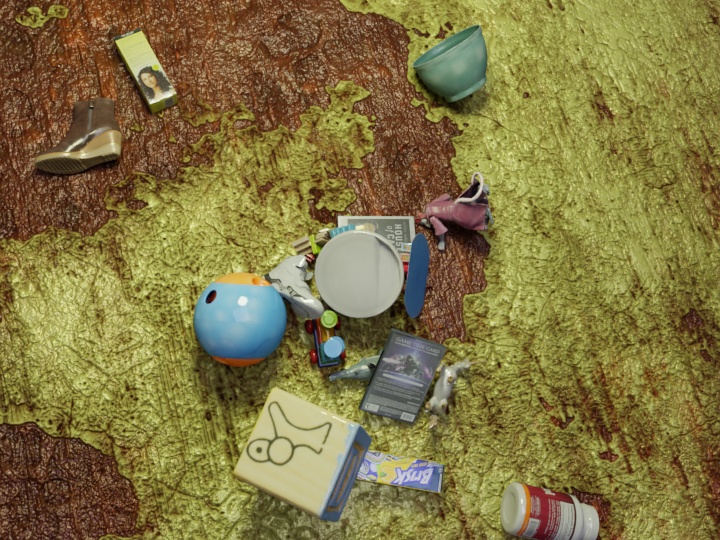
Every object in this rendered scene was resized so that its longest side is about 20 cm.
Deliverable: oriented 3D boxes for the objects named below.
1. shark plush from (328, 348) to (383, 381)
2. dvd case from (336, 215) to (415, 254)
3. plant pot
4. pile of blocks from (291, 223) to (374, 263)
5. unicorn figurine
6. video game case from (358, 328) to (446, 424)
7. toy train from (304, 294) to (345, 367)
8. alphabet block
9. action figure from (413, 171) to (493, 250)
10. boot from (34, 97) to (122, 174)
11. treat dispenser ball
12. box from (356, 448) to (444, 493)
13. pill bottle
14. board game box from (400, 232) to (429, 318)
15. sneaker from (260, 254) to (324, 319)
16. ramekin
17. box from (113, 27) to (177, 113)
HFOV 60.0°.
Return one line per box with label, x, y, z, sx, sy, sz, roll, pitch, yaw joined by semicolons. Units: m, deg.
shark plush;0.023;0.215;1.440;0.197;0.083;0.092;2;75;-11
dvd case;0.042;-0.061;1.551;0.197;0.025;0.152;-1;76;-11
plant pot;0.253;-0.533;1.647;0.200;0.200;0.135;-40;112;-18
pile of blocks;-0.060;-0.061;1.478;0.198;0.082;0.063;-16;74;0
unicorn figurine;0.202;0.267;1.453;0.074;0.137;0.201;36;91;18
video game case;0.096;0.243;1.418;0.141;0.019;0.202;19;100;-20
toy train;-0.081;0.114;1.430;0.084;0.116;0.203;-6;77;-13
alphabet block;-0.112;0.381;1.283;0.198;0.197;0.197;20;70;17
action figure;0.223;-0.142;1.544;0.198;0.149;0.136;-6;63;20
boot;-0.667;-0.320;1.471;0.198;0.073;0.168;-13;66;-13
treat dispenser ball;-0.260;0.105;1.352;0.198;0.201;0.204;3;74;-10
box;0.084;0.449;1.400;0.197;0.064;0.071;12;73;-8
pill bottle;0.428;0.557;1.413;0.198;0.113;0.114;15;73;-8
board game box;0.120;0.011;1.487;0.038;0.158;0.203;6;85;22
sneaker;-0.138;0.031;1.429;0.199;0.076;0.115;23;60;36
ramekin;0.000;0.000;1.419;0.200;0.094;0.205;1;104;4
box;-0.530;-0.495;1.541;0.075;0.050;0.201;-29;82;-17
